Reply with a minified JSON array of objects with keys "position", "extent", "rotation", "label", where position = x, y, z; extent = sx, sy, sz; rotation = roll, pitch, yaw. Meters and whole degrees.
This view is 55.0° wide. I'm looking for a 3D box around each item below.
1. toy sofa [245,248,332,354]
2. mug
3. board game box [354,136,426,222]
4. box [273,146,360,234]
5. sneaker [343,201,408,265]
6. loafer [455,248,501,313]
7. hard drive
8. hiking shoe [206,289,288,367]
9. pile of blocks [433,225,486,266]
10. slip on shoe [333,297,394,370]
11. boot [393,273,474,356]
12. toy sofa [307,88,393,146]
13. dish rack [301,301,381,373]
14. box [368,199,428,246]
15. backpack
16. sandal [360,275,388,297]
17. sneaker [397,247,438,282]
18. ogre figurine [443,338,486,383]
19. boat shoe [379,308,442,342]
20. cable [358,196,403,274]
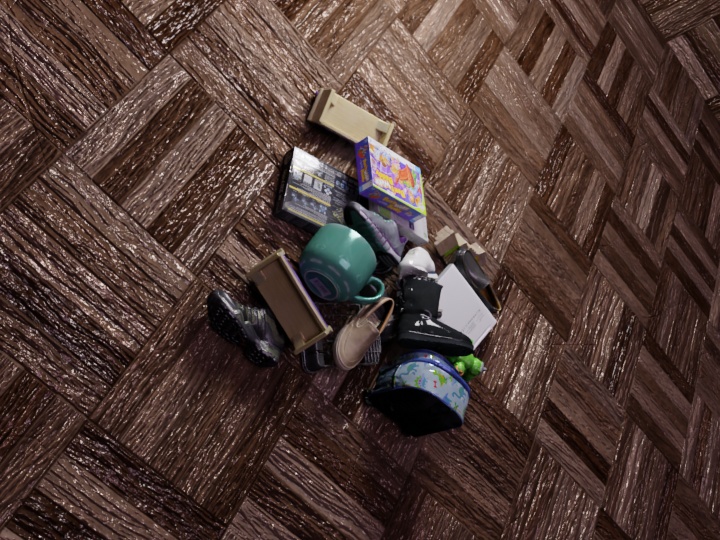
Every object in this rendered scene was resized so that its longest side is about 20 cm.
[{"position":[-0.142,0.061,1.410],"extent":[0.202,0.082,0.098],"rotation":[58,8,-2],"label":"toy sofa"},{"position":[-0.043,-0.001,1.485],"extent":[0.115,0.183,0.153],"rotation":[-53,155,-33],"label":"mug"},{"position":[0.072,-0.211,1.628],"extent":[0.198,0.044,0.137],"rotation":[22,53,-44],"label":"board game box"},{"position":[-0.093,-0.166,1.577],"extent":[0.198,0.049,0.164],"rotation":[23,62,-32],"label":"box"},{"position":[0.036,-0.102,1.586],"extent":[0.200,0.074,0.088],"rotation":[50,57,-35],"label":"sneaker"},{"position":[0.309,0.027,1.800],"extent":[0.073,0.072,0.202],"rotation":[-48,121,-32],"label":"loafer"},{"position":[0.249,0.103,1.763],"extent":[0.132,0.026,0.201],"rotation":[-45,106,-19],"label":"hard drive"},{"position":[-0.225,0.101,1.387],"extent":[0.201,0.075,0.101],"rotation":[51,40,-24],"label":"hiking shoe"},{"position":[0.252,-0.057,1.826],"extent":[0.199,0.083,0.062],"rotation":[26,18,-41],"label":"pile of blocks"},{"position":[0.011,0.132,1.497],"extent":[0.077,0.060,0.200],"rotation":[54,49,-15],"label":"slip on shoe"},{"position":[0.167,0.102,1.580],"extent":[0.195,0.074,0.165],"rotation":[10,60,-7],"label":"boot"},{"position":[-0.028,-0.357,1.669],"extent":[0.198,0.097,0.084],"rotation":[23,92,-32],"label":"toy sofa"},{"position":[-0.040,0.143,1.527],"extent":[0.198,0.054,0.156],"rotation":[3,76,-40],"label":"dish rack"},{"position":[0.091,-0.161,1.695],"extent":[0.199,0.036,0.147],"rotation":[28,50,-44],"label":"box"},{"position":[0.143,0.266,1.540],"extent":[0.182,0.199,0.148],"rotation":[40,56,-21],"label":"backpack"},{"position":[0.000,0.000,1.591],"extent":[0.043,0.075,0.201],"rotation":[-51,120,-34],"label":"sandal"},{"position":[0.130,-0.016,1.665],"extent":[0.200,0.075,0.082],"rotation":[15,64,-71],"label":"sneaker"},{"position":[0.216,0.211,1.667],"extent":[0.201,0.119,0.098],"rotation":[54,52,-12],"label":"ogre figurine"},{"position":[0.117,0.129,1.650],"extent":[0.197,0.072,0.064],"rotation":[-8,89,-35],"label":"boat shoe"},{"position":[0.046,-0.096,1.666],"extent":[0.162,0.050,0.203],"rotation":[25,61,-30],"label":"cable"}]
